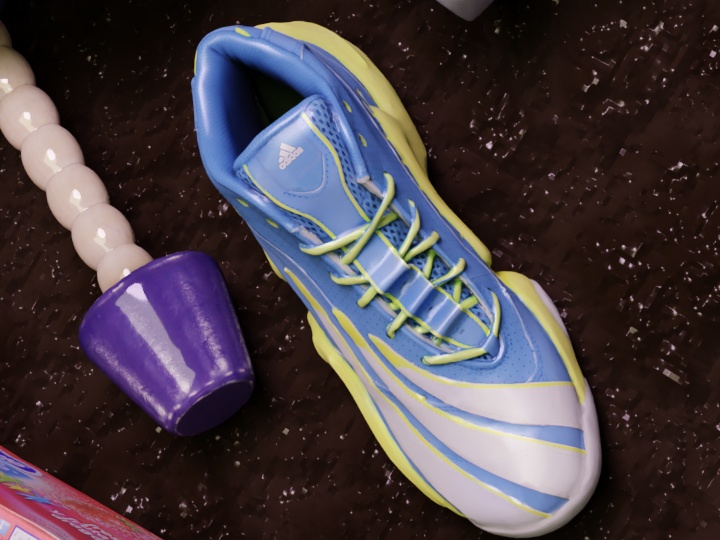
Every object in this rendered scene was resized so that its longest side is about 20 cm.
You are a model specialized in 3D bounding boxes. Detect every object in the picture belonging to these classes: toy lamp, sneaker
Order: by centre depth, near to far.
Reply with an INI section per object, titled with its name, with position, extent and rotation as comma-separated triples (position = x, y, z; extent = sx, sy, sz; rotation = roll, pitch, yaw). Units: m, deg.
[sneaker]
position = 0.000, 0.000, 0.890
extent = 0.076, 0.105, 0.200
rotation = -40, 68, 13
[toy lamp]
position = -0.101, -0.030, 0.966
extent = 0.058, 0.058, 0.200
rotation = -39, 70, 13

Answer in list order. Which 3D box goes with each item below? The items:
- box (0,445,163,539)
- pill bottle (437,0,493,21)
[box]
position = -0.165, 0.103, 0.951
extent = 0.200, 0.095, 0.103
rotation = 26, 92, 25
[pill bottle]
position = 0.073, -0.181, 0.884
extent = 0.200, 0.112, 0.112
rotation = -48, 67, 11
